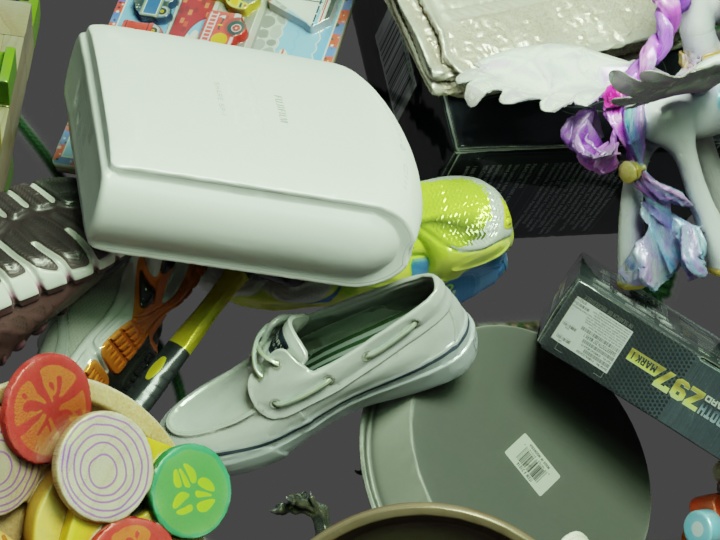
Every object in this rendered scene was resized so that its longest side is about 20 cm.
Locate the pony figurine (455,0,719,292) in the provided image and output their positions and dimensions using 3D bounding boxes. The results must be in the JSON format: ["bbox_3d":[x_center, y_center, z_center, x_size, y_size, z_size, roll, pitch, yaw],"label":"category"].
[{"bbox_3d":[0.176,-0.093,1.594,0.193,0.166,0.201,-28,115,-40],"label":"pony figurine"}]

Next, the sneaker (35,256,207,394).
[{"bbox_3d":[-0.163,0.026,1.605,0.092,0.076,0.201,16,62,23],"label":"sneaker"}]

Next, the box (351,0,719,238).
[{"bbox_3d":[0.114,-0.134,1.745,0.196,0.124,0.201,-3,63,-18],"label":"box"}]

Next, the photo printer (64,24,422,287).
[{"bbox_3d":[-0.063,-0.065,1.563,0.199,0.070,0.167,9,33,-17],"label":"photo printer"}]

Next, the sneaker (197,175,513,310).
[{"bbox_3d":[0.000,0.000,1.668,0.199,0.105,0.076,-5,64,13],"label":"sneaker"}]

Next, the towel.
[{"bbox_3d":[0.106,-0.180,1.677,0.199,0.035,0.133,-16,69,-26],"label":"towel"}]

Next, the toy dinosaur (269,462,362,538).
[{"bbox_3d":[0.004,0.159,1.590,0.199,0.047,0.088,-21,76,-32],"label":"toy dinosaur"}]

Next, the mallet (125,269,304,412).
[{"bbox_3d":[-0.108,0.035,1.583,0.066,0.041,0.200,32,68,31],"label":"mallet"}]

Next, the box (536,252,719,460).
[{"bbox_3d":[0.202,0.067,1.645,0.200,0.158,0.051,33,99,1],"label":"box"}]

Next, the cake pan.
[{"bbox_3d":[0.092,0.119,1.614,0.199,0.037,0.201,17,57,-27],"label":"cake pan"}]

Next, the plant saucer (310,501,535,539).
[{"bbox_3d":[0.037,0.219,1.503,0.199,0.201,0.029,27,16,-2],"label":"plant saucer"}]

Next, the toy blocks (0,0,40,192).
[{"bbox_3d":[-0.274,-0.093,1.622,0.136,0.100,0.201,8,60,0],"label":"toy blocks"}]

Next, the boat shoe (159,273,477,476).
[{"bbox_3d":[-0.034,0.052,1.574,0.199,0.067,0.074,-25,41,3],"label":"boat shoe"}]

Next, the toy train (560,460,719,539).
[{"bbox_3d":[0.173,0.197,1.593,0.199,0.055,0.151,-8,84,-45],"label":"toy train"}]

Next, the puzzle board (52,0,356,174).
[{"bbox_3d":[-0.092,-0.133,1.706,0.150,0.017,0.201,8,56,14],"label":"puzzle board"}]

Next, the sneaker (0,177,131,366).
[{"bbox_3d":[-0.209,0.027,1.541,0.199,0.116,0.076,-25,52,-34],"label":"sneaker"}]

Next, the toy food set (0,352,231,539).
[{"bbox_3d":[-0.167,0.150,1.485,0.199,0.049,0.199,23,75,-30],"label":"toy food set"}]
